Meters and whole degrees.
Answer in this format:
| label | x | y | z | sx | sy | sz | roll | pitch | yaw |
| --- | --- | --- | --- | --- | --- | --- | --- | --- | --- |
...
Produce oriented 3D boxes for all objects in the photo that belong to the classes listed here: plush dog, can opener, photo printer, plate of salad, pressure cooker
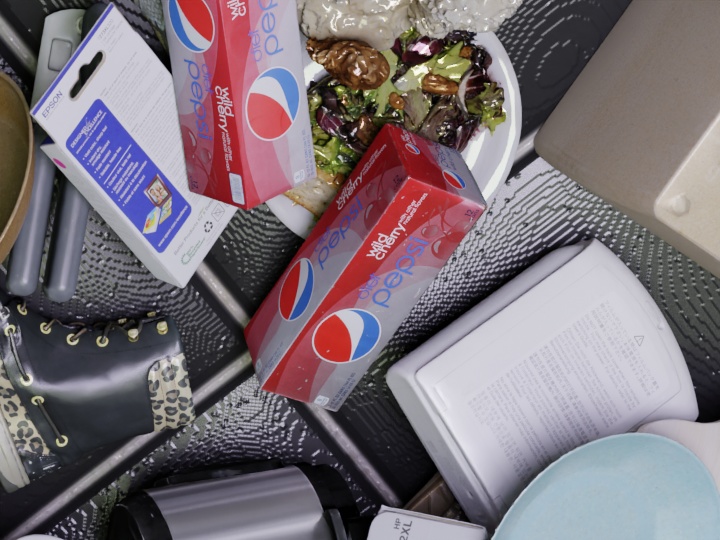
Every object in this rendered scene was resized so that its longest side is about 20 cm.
| label | x | y | z | sx | sy | sz | roll | pitch | yaw |
| --- | --- | --- | --- | --- | --- | --- | --- | --- | --- |
| plush dog | 0.026 | -0.212 | 1.648 | 0.171 | 0.160 | 0.201 | -19 | 69 | 12 |
| can opener | -0.198 | -0.081 | 1.668 | 0.053 | 0.067 | 0.202 | 10 | 84 | -17 |
| photo printer | 0.138 | 0.085 | 1.760 | 0.199 | 0.069 | 0.167 | -35 | 98 | -21 |
| plate of salad | 0.017 | -0.100 | 1.725 | 0.198 | 0.048 | 0.202 | -2 | 109 | -7 |
| pressure cooker | -0.068 | 0.228 | 1.758 | 0.198 | 0.176 | 0.180 | -8 | 111 | -18 |

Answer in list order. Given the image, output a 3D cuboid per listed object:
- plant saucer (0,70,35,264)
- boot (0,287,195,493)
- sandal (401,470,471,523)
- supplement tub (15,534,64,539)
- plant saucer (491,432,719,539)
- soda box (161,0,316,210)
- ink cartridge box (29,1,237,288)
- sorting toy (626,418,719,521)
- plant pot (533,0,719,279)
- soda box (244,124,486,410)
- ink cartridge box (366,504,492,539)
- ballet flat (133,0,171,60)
| label | x | y | z | sx | sy | sz | roll | pitch | yaw |
| --- | --- | --- | --- | --- | --- | --- | --- | --- | --- |
| plant saucer | -0.282 | -0.040 | 1.639 | 0.200 | 0.200 | 0.035 | -45 | 135 | 9 |
| boot | -0.208 | 0.041 | 1.735 | 0.153 | 0.073 | 0.205 | -16 | 107 | -9 |
| sandal | 0.101 | 0.150 | 1.820 | 0.200 | 0.054 | 0.081 | -37 | 103 | -3 |
| supplement tub | -0.269 | 0.283 | 1.739 | 0.140 | 0.141 | 0.200 | 41 | 125 | -19 |
| plant saucer | 0.154 | 0.195 | 1.670 | 0.200 | 0.039 | 0.203 | -12 | 116 | -26 |
| soda box | -0.082 | -0.147 | 1.633 | 0.070 | 0.063 | 0.201 | -28 | 122 | -37 |
| ink cartridge box | -0.150 | -0.083 | 1.653 | 0.095 | 0.037 | 0.200 | -56 | 139 | -18 |
| sorting toy | 0.222 | 0.181 | 1.762 | 0.179 | 0.107 | 0.201 | 24 | 108 | -40 |
| plant pot | 0.266 | -0.088 | 1.696 | 0.199 | 0.177 | 0.200 | 32 | 102 | -17 |
| soda box | 0.000 | 0.000 | 1.713 | 0.070 | 0.064 | 0.200 | 19 | 121 | -30 |
| ink cartridge box | 0.059 | 0.268 | 1.708 | 0.083 | 0.200 | 0.146 | 8 | 69 | 23 |
| ballet flat | -0.135 | -0.233 | 1.654 | 0.071 | 0.072 | 0.202 | -3 | 110 | -7 |
